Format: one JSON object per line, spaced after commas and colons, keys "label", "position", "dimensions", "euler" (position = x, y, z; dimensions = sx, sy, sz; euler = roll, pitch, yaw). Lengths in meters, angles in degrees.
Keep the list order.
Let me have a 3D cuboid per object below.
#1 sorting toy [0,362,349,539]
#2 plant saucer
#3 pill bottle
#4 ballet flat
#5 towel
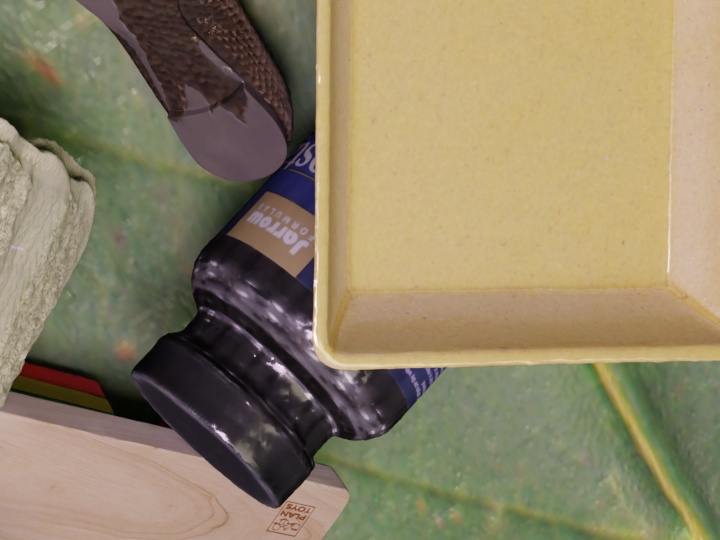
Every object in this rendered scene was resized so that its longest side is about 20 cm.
{"label": "sorting toy", "position": [-0.142, 0.136, 1.141], "dimensions": [0.200, 0.070, 0.199], "euler": [16, 117, -39]}
{"label": "plant saucer", "position": [0.067, -0.063, 1.007], "dimensions": [0.199, 0.048, 0.201], "euler": [0, 93, -22]}
{"label": "pill bottle", "position": [0.000, 0.000, 1.069], "dimensions": [0.200, 0.112, 0.112], "euler": [-48, 135, -13]}
{"label": "ballet flat", "position": [-0.079, -0.119, 1.015], "dimensions": [0.067, 0.046, 0.200], "euler": [-15, 131, 20]}
{"label": "towel", "position": [-0.168, 0.037, 0.955], "dimensions": [0.200, 0.036, 0.148], "euler": [-60, 165, 0]}
